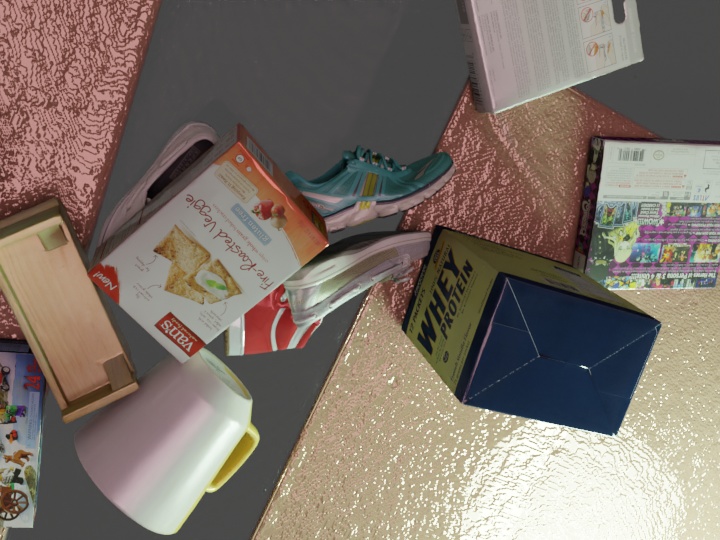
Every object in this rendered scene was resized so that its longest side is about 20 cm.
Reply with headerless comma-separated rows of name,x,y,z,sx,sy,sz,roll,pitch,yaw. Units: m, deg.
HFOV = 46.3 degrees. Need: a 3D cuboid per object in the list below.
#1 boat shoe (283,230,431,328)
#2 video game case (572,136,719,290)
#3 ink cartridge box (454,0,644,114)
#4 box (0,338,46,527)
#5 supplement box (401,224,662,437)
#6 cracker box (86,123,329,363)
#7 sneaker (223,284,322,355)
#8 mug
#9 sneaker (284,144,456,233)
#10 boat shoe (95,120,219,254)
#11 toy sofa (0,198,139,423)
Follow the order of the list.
boat shoe,0.000,0.000,0.901,0.200,0.073,0.066,-22,106,-42
video game case,0.363,-0.068,1.033,0.195,0.036,0.186,-1,107,-16
ink cartridge box,0.204,-0.280,0.920,0.196,0.050,0.164,-21,111,-13
box,-0.406,0.171,0.885,0.133,0.038,0.205,5,105,-18
supplement box,0.179,0.061,0.932,0.196,0.200,0.137,15,103,-20
cracker box,-0.146,-0.022,0.815,0.199,0.058,0.134,-38,115,12
sneaker,-0.091,-0.004,0.904,0.110,0.072,0.205,0,114,-12
mug,-0.193,0.166,0.905,0.149,0.187,0.153,43,89,5
sneaker,0.010,-0.096,0.906,0.196,0.077,0.082,-17,102,-10
boat shoe,-0.208,-0.061,0.855,0.073,0.065,0.203,27,98,-22
toy sofa,-0.298,0.037,0.839,0.081,0.097,0.204,-24,112,-13
